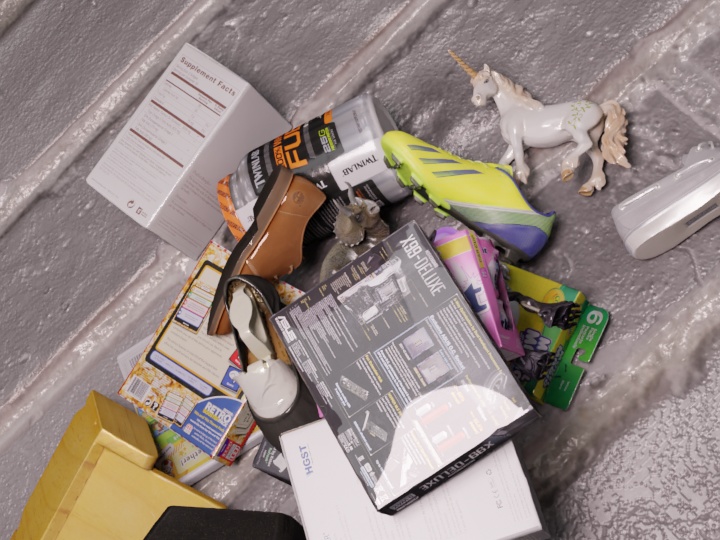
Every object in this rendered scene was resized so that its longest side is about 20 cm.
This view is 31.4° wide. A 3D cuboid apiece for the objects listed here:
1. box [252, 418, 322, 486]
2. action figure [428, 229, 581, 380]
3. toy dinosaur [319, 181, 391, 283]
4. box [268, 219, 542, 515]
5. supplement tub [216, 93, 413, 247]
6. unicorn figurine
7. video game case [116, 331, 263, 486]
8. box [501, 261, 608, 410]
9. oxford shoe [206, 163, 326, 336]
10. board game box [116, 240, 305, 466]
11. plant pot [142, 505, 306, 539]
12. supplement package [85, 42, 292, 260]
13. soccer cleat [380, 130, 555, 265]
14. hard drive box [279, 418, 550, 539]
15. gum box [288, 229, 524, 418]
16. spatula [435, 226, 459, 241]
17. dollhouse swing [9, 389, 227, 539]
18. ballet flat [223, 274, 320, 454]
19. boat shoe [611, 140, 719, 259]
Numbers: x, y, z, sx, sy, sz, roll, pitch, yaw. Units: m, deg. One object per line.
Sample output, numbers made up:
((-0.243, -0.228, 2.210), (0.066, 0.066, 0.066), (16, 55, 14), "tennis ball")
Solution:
((0.015, 0.188, 1.266), (0.199, 0.122, 0.107), (15, 77, 28), "box")
((0.106, 0.039, 1.244), (0.199, 0.102, 0.119), (23, 88, 31), "action figure")
((0.000, 0.000, 1.360), (0.102, 0.077, 0.201), (24, 121, 2), "toy dinosaur")
((0.036, 0.082, 1.099), (0.157, 0.050, 0.200), (-35, 68, 6), "box")
((-0.049, -0.099, 1.403), (0.199, 0.123, 0.123), (-26, 62, 13), "supplement tub")
((0.186, -0.149, 1.354), (0.199, 0.074, 0.138), (5, 72, 9), "unicorn figurine")
((-0.162, 0.122, 1.429), (0.199, 0.023, 0.183), (-32, 61, 9), "video game case")
((0.142, 0.054, 1.304), (0.199, 0.048, 0.118), (22, 82, 28), "box")
((-0.100, -0.008, 1.339), (0.201, 0.071, 0.071), (-59, 18, 17), "oxford shoe")
((-0.152, 0.088, 1.398), (0.151, 0.046, 0.201), (29, 84, 30), "board game box")
((-0.118, 0.326, 1.188), (0.198, 0.200, 0.178), (-2, 59, 25), "plant pot")
((-0.197, -0.137, 1.486), (0.117, 0.117, 0.200), (35, 87, 30), "supplement package")
((0.110, -0.087, 1.314), (0.200, 0.065, 0.084), (37, 84, -2), "soccer cleat")
((0.047, 0.191, 1.136), (0.199, 0.077, 0.157), (-20, 69, 7), "hard drive box")
((0.046, 0.052, 1.176), (0.199, 0.066, 0.114), (-23, 72, 21), "gum box")
((0.050, 0.046, 1.312), (0.056, 0.021, 0.200), (34, 90, 27), "spatula")
((-0.254, 0.273, 1.391), (0.201, 0.175, 0.182), (-62, 21, 5), "dollhouse swing")
((-0.096, 0.089, 1.246), (0.068, 0.068, 0.201), (-30, 59, 13), "ballet flat")
((0.339, -0.090, 1.262), (0.200, 0.072, 0.069), (-37, 61, 18), "boat shoe")
